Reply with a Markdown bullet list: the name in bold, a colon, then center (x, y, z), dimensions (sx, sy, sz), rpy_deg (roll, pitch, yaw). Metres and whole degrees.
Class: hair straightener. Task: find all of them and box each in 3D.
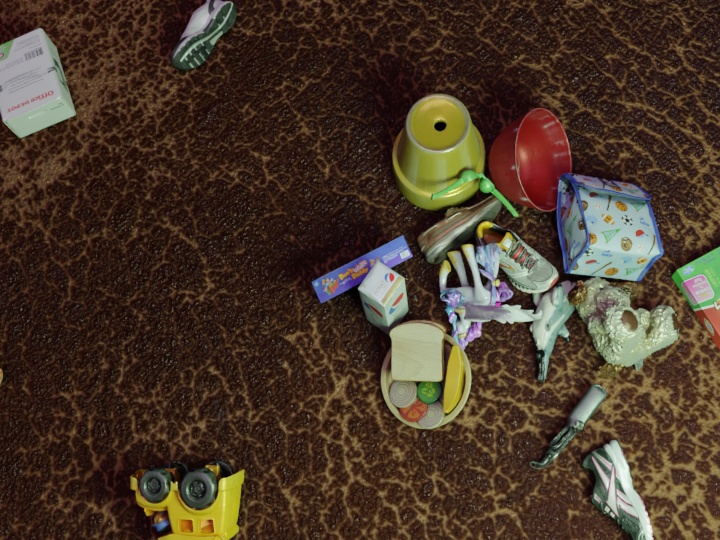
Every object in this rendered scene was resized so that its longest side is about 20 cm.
- **hair straightener**: center (0.382, 0.287, 1.544), dimensions (0.200, 0.077, 0.041), rpy_deg (-44, 73, -9)

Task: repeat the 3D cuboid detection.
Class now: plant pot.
- **plant pot**: center (0.159, -0.251, 1.700), dimensions (0.196, 0.189, 0.205), rpy_deg (-2, 71, 5)

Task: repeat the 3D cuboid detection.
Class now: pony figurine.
- **pony figurine**: center (0.231, 0.053, 1.603), dimensions (0.190, 0.165, 0.205), rpy_deg (-11, 79, 41)

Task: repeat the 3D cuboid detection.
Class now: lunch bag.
- **lunch bag**: center (0.476, -0.099, 1.629), dimensions (0.166, 0.125, 0.204), rpy_deg (8, 55, -12)

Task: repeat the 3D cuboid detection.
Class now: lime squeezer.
- **lime squeezer**: center (0.232, -0.158, 1.649), dimensions (0.196, 0.038, 0.072), rpy_deg (10, 70, -23)

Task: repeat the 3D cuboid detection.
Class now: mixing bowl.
- **mixing bowl**: center (0.328, -0.215, 1.687), dimensions (0.107, 0.199, 0.204), rpy_deg (-4, 64, 46)

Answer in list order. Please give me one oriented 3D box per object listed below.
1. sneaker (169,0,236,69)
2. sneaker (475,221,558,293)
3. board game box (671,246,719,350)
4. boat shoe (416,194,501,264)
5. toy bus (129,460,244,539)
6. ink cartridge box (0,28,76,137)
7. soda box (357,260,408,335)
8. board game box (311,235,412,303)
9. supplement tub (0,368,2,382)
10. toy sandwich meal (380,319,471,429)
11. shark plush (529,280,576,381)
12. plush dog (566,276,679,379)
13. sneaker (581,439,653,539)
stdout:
- **sneaker**: center (-0.372, -0.545, 1.933), dimensions (0.079, 0.074, 0.201), rpy_deg (29, 71, 30)
- **sneaker**: center (0.298, -0.026, 1.641), dimensions (0.199, 0.082, 0.078), rpy_deg (35, 78, 31)
- **board game box**: center (0.719, 0.055, 1.608), dimensions (0.151, 0.040, 0.203), rpy_deg (-27, 70, -4)
- **boat shoe**: center (0.199, -0.098, 1.703), dimensions (0.198, 0.076, 0.072), rpy_deg (-35, 65, -11)
- **toy bus**: center (-0.318, 0.453, 1.548), dimensions (0.195, 0.136, 0.197), rpy_deg (0, 86, 8)
- **ink cartridge box**: center (-0.753, -0.427, 1.917), dimensions (0.143, 0.084, 0.203), rpy_deg (-22, 69, -1)
- **soda box**: center (0.046, 0.056, 1.597), dimensions (0.063, 0.201, 0.069), rpy_deg (33, 76, 16)
- **board game box**: center (0.000, 0.000, 1.654), dimensions (0.197, 0.134, 0.045), rpy_deg (-27, 89, -4)
- **supplement tub**: center (-0.825, 0.176, 1.692), dimensions (0.198, 0.123, 0.123), rpy_deg (36, 78, 16)
- **toy sandwich meal**: center (0.117, 0.195, 1.584), dimensions (0.201, 0.070, 0.210), rpy_deg (-5, 77, 22)
- **shark plush**: center (0.379, 0.111, 1.616), dimensions (0.082, 0.091, 0.204), rpy_deg (22, 65, -19)
- **plush dog**: center (0.473, 0.090, 1.584), dimensions (0.197, 0.161, 0.174), rpy_deg (3, 48, -35)
- **sneaker**: center (0.458, 0.414, 1.503), dimensions (0.085, 0.080, 0.203), rpy_deg (-21, 61, 11)
